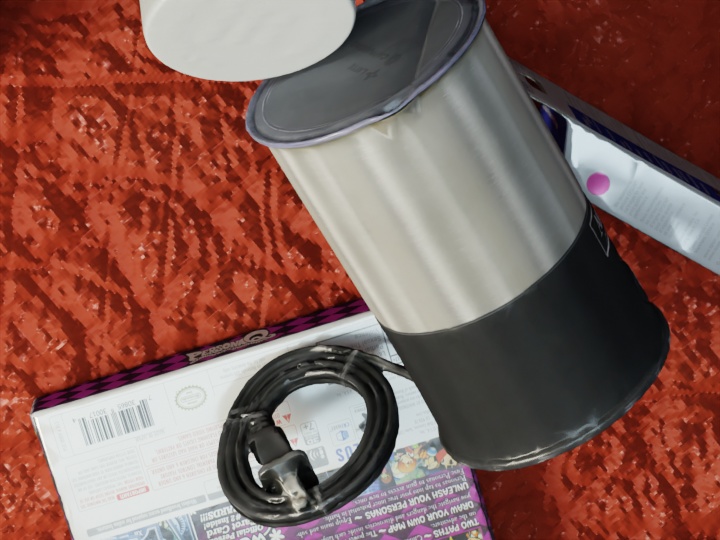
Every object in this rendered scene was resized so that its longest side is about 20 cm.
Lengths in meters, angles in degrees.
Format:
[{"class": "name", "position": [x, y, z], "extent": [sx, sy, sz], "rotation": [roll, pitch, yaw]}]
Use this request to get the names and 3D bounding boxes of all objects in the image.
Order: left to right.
[{"class": "pill bottle", "position": [-0.058, -0.191, 1.281], "extent": [0.109, 0.110, 0.201], "rotation": [-6, 63, -2]}, {"class": "video game case", "position": [-0.040, 0.120, 1.444], "extent": [0.199, 0.036, 0.182], "rotation": [-18, 103, 0]}, {"class": "milk frother", "position": [0.000, 0.000, 1.309], "extent": [0.200, 0.180, 0.188], "rotation": [-38, 116, -13]}, {"class": "ink cartridge box", "position": [0.143, -0.037, 1.388], "extent": [0.200, 0.095, 0.037], "rotation": [31, 101, -10]}]
